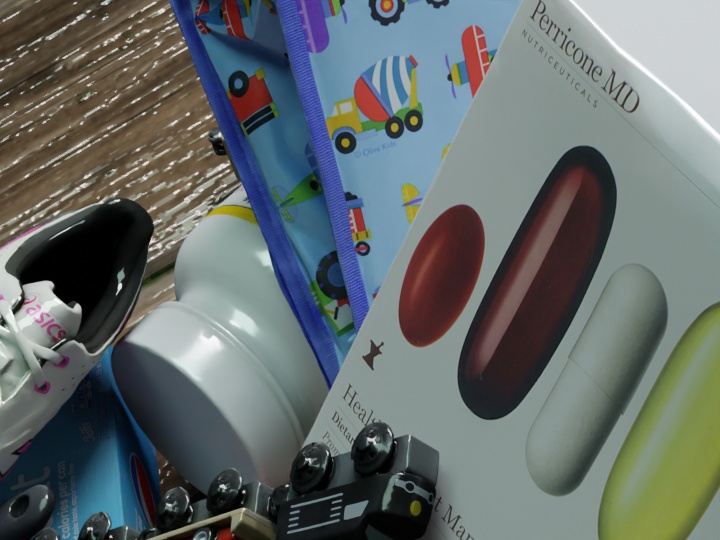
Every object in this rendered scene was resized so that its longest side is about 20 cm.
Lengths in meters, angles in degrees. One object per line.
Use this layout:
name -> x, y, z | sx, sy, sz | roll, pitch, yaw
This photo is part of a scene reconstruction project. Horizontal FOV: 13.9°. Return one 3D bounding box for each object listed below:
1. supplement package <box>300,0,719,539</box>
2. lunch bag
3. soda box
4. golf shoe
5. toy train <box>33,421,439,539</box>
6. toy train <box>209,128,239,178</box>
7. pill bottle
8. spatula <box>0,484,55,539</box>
supplement package -> 0.117, 0.039, 0.972 | 0.146, 0.201, 0.191 | 1, 34, -42
lunch bag -> 0.039, -0.042, 1.100 | 0.150, 0.201, 0.094 | -20, 4, -27
soda box -> -0.112, 0.120, 1.133 | 0.067, 0.064, 0.201 | -17, 41, 5
golf shoe -> -0.145, 0.038, 1.080 | 0.092, 0.073, 0.200 | -45, 6, 42
toy train -> -0.051, 0.097, 1.004 | 0.199, 0.034, 0.046 | -20, 52, 40
toy train -> 0.031, -0.069, 1.292 | 0.199, 0.034, 0.046 | -11, 53, 9
pill bottle -> 0.000, 0.000, 1.176 | 0.112, 0.113, 0.200 | 26, 58, 40
spatula -> -0.176, 0.132, 1.114 | 0.200, 0.020, 0.057 | -40, 35, 36
